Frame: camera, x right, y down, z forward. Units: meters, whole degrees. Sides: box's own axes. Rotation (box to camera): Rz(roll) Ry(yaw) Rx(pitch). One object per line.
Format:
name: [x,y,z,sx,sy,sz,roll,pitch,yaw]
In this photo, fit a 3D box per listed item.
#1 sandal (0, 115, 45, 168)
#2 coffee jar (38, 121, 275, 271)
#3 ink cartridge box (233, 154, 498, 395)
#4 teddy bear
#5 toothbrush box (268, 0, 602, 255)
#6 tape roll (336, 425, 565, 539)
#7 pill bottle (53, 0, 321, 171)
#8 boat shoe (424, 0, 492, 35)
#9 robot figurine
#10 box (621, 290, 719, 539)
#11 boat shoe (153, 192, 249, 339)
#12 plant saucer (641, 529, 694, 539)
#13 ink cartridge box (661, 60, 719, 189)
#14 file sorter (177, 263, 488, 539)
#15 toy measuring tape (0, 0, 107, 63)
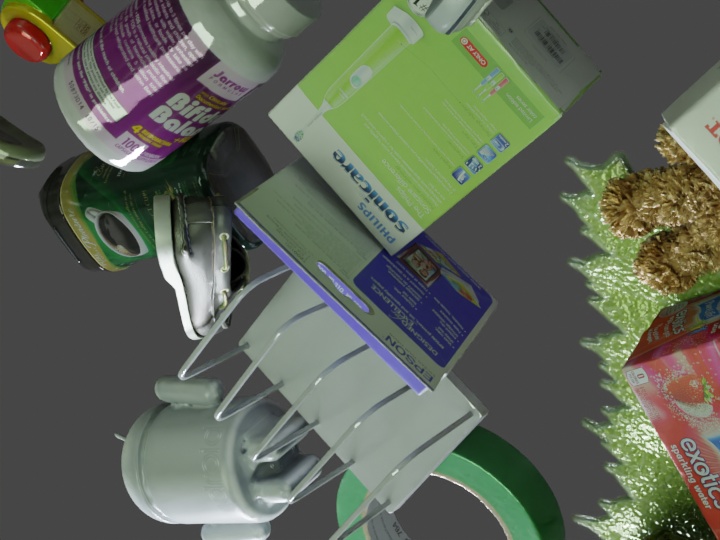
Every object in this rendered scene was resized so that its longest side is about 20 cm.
sandal: [-0.361,-0.158,1.448,0.201,0.080,0.057,29,112,5]
coffee jar: [-0.172,-0.059,1.375,0.200,0.085,0.104,-8,128,34]
ink cartridge box: [0.000,0.000,1.235,0.198,0.200,0.043,44,115,1]
teddy bear: [0.257,-0.048,1.132,0.200,0.067,0.145,-7,105,35]
toothbrush box: [0.052,-0.129,1.200,0.146,0.086,0.200,48,129,-2]
tape roll: [0.077,0.222,1.423,0.200,0.048,0.201,15,124,24]
pill bottle: [-0.130,-0.171,1.253,0.200,0.112,0.112,-34,98,24]
boat shoe: [0.134,-0.219,1.072,0.086,0.075,0.202,40,94,-11]
robot figurine: [-0.135,0.172,1.476,0.200,0.113,0.170,-7,103,34]
box: [0.291,0.118,1.199,0.100,0.095,0.200,-21,105,37]
boat shoe: [-0.118,0.000,1.285,0.060,0.072,0.202,-7,155,1]
plant saucer: [0.278,0.253,1.250,0.200,0.200,0.048,19,96,21]
ink cartridge box: [0.309,-0.106,1.011,0.200,0.083,0.147,-43,93,12]
file sorter: [-0.030,0.101,1.324,0.200,0.125,0.139,47,123,13]
toy measuring tape: [-0.234,-0.184,1.361,0.200,0.074,0.074,40,132,-15]
